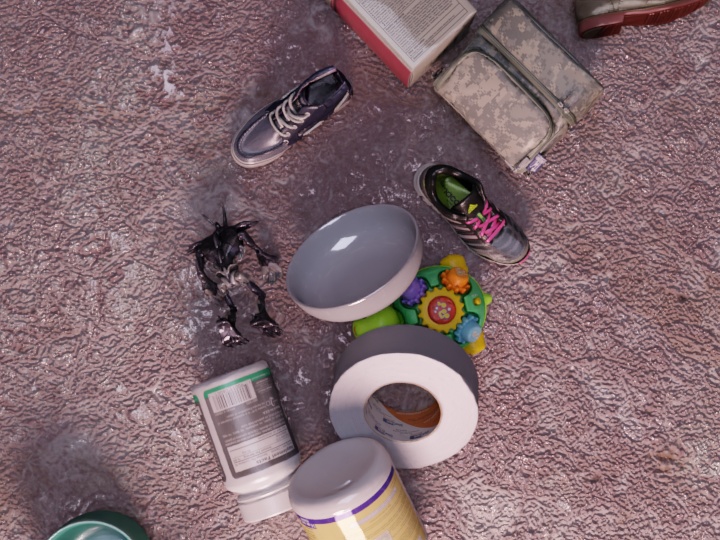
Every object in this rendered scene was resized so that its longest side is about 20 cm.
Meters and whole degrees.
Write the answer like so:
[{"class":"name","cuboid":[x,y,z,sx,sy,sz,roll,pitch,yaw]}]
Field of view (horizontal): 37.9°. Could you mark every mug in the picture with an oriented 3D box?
[{"class":"mug","cuboid":[-0.367,0.418,1.429,0.152,0.114,0.185,38,88,1]}]

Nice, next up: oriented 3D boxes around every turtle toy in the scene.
[{"class":"turtle toy","cuboid":[0.087,0.061,1.455,0.200,0.101,0.146,-14,87,-1]}]

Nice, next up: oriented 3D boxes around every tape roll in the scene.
[{"class":"tape roll","cuboid":[0.059,0.172,1.418,0.200,0.066,0.200,3,123,5]}]

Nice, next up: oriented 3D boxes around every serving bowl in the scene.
[{"class":"serving bowl","cuboid":[0.000,0.000,1.434,0.200,0.200,0.066,-32,125,-2]}]

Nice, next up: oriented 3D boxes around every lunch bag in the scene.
[{"class":"lunch bag","cuboid":[0.219,-0.252,1.460,0.200,0.139,0.168,45,104,2]}]

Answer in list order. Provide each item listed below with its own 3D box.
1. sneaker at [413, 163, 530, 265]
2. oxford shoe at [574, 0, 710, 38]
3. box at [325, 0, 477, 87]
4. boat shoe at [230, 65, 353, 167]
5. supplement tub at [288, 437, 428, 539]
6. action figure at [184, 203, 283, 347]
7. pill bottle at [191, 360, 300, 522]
[{"class":"sneaker","cuboid":[0.158,-0.080,1.469,0.200,0.087,0.074,43,88,1]},{"class":"oxford shoe","cuboid":[0.404,-0.390,1.497,0.200,0.070,0.075,-11,82,-2]},{"class":"box","cuboid":[0.047,-0.378,1.472,0.128,0.109,0.200,-43,88,-2]},{"class":"boat shoe","cuboid":[-0.100,-0.220,1.471,0.200,0.093,0.075,-37,88,-2]},{"class":"supplement tub","cuboid":[0.005,0.341,1.397,0.145,0.145,0.200,-25,111,-2]},{"class":"action figure","cuboid":[-0.174,0.010,1.460,0.119,0.102,0.200,-20,61,7]},{"class":"pill bottle","cuboid":[-0.149,0.234,1.440,0.113,0.113,0.200,-19,88,-1]}]
